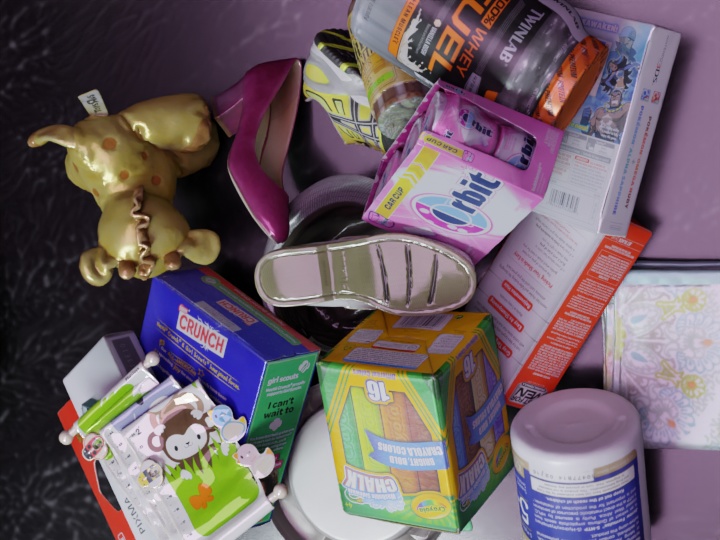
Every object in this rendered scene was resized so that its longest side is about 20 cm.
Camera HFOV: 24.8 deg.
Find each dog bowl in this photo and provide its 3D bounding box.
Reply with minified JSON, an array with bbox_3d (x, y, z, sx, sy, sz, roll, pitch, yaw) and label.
[{"bbox_3d":[0.003,0.194,1.597,0.198,0.059,0.202,2,98,15],"label":"dog bowl"}]

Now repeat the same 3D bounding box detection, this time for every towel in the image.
[{"bbox_3d":[0.318,0.078,1.502,0.198,0.048,0.173,0,99,16],"label":"towel"}]

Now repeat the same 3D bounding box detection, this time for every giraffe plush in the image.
[{"bbox_3d":[-0.205,-0.066,1.538,0.171,0.200,0.164,-20,77,14],"label":"giraffe plush"}]

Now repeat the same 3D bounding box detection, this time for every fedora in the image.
[{"bbox_3d":[0.000,0.000,1.557,0.177,0.090,0.201,40,113,10],"label":"fedora"}]

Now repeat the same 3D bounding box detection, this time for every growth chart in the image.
[{"bbox_3d":[-0.168,0.172,1.499,0.145,0.018,0.200,-47,72,6],"label":"growth chart"}]

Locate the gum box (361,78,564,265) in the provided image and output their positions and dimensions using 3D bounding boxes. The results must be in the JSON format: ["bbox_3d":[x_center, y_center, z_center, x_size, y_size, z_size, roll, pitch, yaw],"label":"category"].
[{"bbox_3d":[0.084,-0.080,1.384,0.113,0.200,0.067,22,69,-7],"label":"gum box"}]

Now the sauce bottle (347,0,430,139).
[{"bbox_3d":[0.023,-0.213,1.500,0.064,0.065,0.201,-27,54,17],"label":"sauce bottle"}]

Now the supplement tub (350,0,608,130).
[{"bbox_3d":[0.101,-0.199,1.380,0.199,0.122,0.123,33,104,12],"label":"supplement tub"}]

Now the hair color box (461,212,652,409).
[{"bbox_3d":[0.170,0.018,1.506,0.201,0.061,0.102,-58,44,14],"label":"hair color box"}]

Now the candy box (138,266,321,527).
[{"bbox_3d":[-0.141,0.123,1.570,0.169,0.077,0.201,35,122,34],"label":"candy box"}]

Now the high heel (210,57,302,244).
[{"bbox_3d":[-0.075,-0.116,1.539,0.095,0.067,0.201,-28,47,9],"label":"high heel"}]

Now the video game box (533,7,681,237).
[{"bbox_3d":[0.178,-0.143,1.458,0.199,0.047,0.184,25,106,49],"label":"video game box"}]

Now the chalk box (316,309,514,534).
[{"bbox_3d":[0.054,0.150,1.458,0.123,0.124,0.202,3,115,31],"label":"chalk box"}]

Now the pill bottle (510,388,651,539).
[{"bbox_3d":[0.205,0.221,1.493,0.119,0.120,0.202,-2,116,16],"label":"pill bottle"}]

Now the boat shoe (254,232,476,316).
[{"bbox_3d":[0.009,-0.001,1.466,0.198,0.068,0.076,3,98,12],"label":"boat shoe"}]

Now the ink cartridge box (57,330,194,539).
[{"bbox_3d":[-0.234,0.187,1.592,0.173,0.043,0.201,-42,69,40],"label":"ink cartridge box"}]

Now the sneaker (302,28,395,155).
[{"bbox_3d":[0.023,-0.143,1.543,0.200,0.075,0.077,47,132,23],"label":"sneaker"}]
